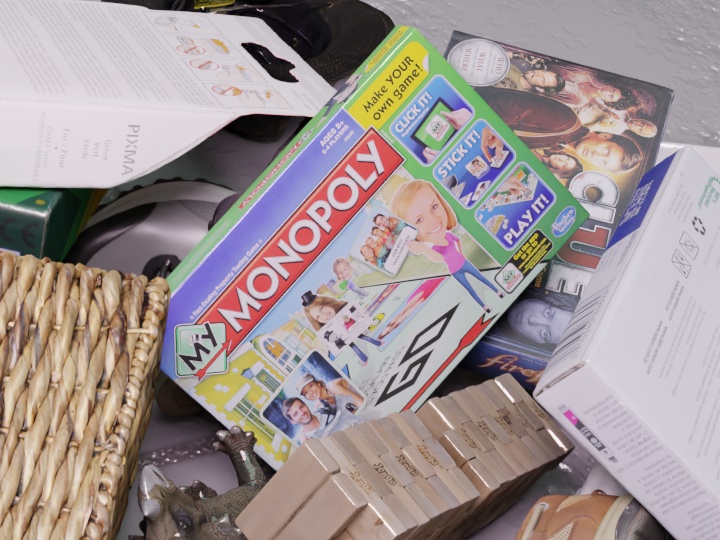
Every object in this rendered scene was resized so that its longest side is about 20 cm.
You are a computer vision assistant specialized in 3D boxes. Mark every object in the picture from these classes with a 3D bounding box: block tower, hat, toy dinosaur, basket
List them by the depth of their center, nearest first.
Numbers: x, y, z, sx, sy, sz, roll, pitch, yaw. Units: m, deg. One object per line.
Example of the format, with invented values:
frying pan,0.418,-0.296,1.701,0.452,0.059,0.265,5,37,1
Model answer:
basket,-0.173,0.097,0.636,0.149,0.143,0.200,12,49,-5
toy dinosaur,-0.037,0.137,0.696,0.200,0.077,0.102,32,34,-28
block tower,0.027,0.097,0.703,0.054,0.058,0.200,50,27,17
hat,-0.077,-0.138,1.000,0.200,0.081,0.201,8,31,-5

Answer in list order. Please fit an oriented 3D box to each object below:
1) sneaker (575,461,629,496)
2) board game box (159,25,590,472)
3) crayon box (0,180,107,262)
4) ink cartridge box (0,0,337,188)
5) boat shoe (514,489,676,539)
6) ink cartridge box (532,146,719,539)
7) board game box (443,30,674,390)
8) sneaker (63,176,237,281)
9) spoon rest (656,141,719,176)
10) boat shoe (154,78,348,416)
sneaker,0.192,0.114,0.775,0.200,0.078,0.099,-18,51,-30
board game box,0.000,0.000,0.746,0.135,0.200,0.029,43,-5,-21
crayon box,-0.197,-0.059,0.783,0.127,0.051,0.200,13,24,-2
ink cartridge box,-0.121,-0.092,0.779,0.200,0.050,0.161,2,26,-27
boat shoe,0.071,0.178,0.667,0.074,0.076,0.200,8,46,36
ink cartridge box,0.188,0.063,0.733,0.200,0.043,0.196,46,40,-8
board game box,0.086,-0.035,0.847,0.135,0.035,0.200,16,58,8
sneaker,-0.067,0.000,0.844,0.200,0.074,0.079,-1,46,-16
spoon rest,0.235,-0.049,0.991,0.199,0.061,0.099,6,39,-10
boat shoe,-0.046,-0.014,0.791,0.065,0.072,0.200,38,85,25
